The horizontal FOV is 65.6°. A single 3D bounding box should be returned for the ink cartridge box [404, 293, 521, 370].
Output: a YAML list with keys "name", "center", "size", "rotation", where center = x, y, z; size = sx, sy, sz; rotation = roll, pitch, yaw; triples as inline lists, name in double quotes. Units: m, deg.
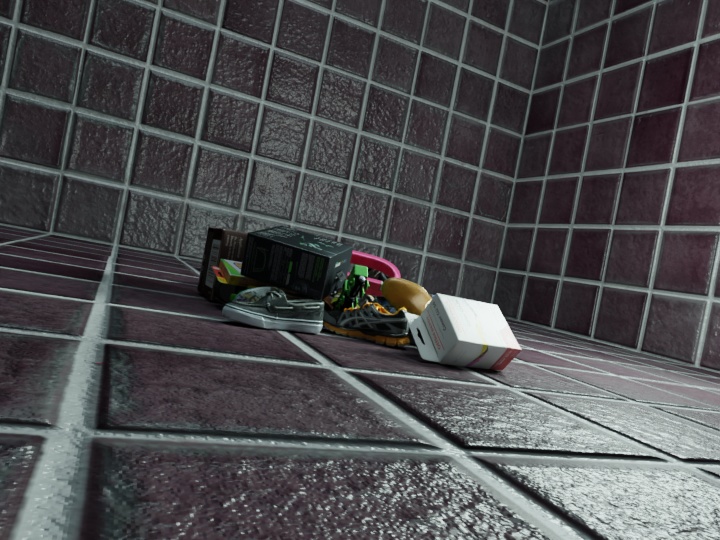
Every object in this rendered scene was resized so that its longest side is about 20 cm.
- name: "ink cartridge box"
  center: [0.190, 0.114, 1.045]
  size: [0.198, 0.068, 0.117]
  rotation: [11, 40, -30]

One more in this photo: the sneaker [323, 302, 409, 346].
- name: "sneaker"
  center: [0.010, 0.100, 1.141]
  size: [0.197, 0.079, 0.078]
  rotation: [9, 2, 16]

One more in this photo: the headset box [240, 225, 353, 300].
- name: "headset box"
  center: [-0.123, -0.021, 1.187]
  size: [0.197, 0.094, 0.174]
  rotation: [16, 13, 11]

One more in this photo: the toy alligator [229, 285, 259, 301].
- name: "toy alligator"
  center: [-0.193, 0.067, 1.183]
  size: [0.198, 0.060, 0.054]
  rotation: [11, 0, -39]

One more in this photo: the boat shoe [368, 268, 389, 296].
- name: "boat shoe"
  center: [0.045, 0.020, 1.425]
  size: [0.071, 0.069, 0.200]
  rotation: [-5, 16, -9]

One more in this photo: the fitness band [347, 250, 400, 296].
- name: "fitness band"
  center: [0.000, 0.000, 1.329]
  size: [0.197, 0.038, 0.144]
  rotation: [15, 29, -5]

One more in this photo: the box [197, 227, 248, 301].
- name: "box"
  center: [-0.272, -0.005, 1.356]
  size: [0.197, 0.169, 0.164]
  rotation: [11, -1, -28]

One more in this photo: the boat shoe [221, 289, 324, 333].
- name: "boat shoe"
  center: [-0.158, 0.069, 1.035]
  size: [0.198, 0.072, 0.072]
  rotation: [10, 1, -34]

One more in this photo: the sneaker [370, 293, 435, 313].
- name: "sneaker"
  center: [0.120, 0.106, 1.354]
  size: [0.197, 0.076, 0.078]
  rotation: [1, -43, 12]

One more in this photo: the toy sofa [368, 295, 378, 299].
- name: "toy sofa"
  center: [0.107, 0.106, 1.589]
  size: [0.198, 0.099, 0.082]
  rotation: [13, 1, 33]

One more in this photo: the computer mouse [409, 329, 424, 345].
- name: "computer mouse"
  center: [0.114, 0.133, 1.237]
  size: [0.198, 0.054, 0.138]
  rotation: [11, 1, -31]

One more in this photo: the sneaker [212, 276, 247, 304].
- name: "sneaker"
  center: [-0.227, 0.050, 1.238]
  size: [0.198, 0.075, 0.079]
  rotation: [11, -5, -28]

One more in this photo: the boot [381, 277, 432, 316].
- name: "boot"
  center: [0.129, 0.095, 1.143]
  size: [0.200, 0.071, 0.144]
  rotation: [34, 14, -7]

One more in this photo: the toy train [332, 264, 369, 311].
- name: "toy train"
  center: [-0.027, 0.056, 1.185]
  size: [0.041, 0.057, 0.201]
  rotation: [10, -35, -15]

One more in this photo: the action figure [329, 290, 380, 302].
- name: "action figure"
  center: [-0.002, 0.081, 1.533]
  size: [0.197, 0.104, 0.119]
  rotation: [-1, 10, 19]

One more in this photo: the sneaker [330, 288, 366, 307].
- name: "sneaker"
  center: [-0.004, 0.080, 1.387]
  size: [0.073, 0.082, 0.200]
  rotation: [18, -14, 23]

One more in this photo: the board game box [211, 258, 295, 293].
- name: "board game box"
  center: [-0.220, 0.014, 1.220]
  size: [0.197, 0.030, 0.095]
  rotation: [7, 18, -29]

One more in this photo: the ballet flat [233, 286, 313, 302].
- name: "ballet flat"
  center: [-0.156, 0.074, 1.112]
  size: [0.071, 0.073, 0.199]
  rotation: [11, 2, 41]

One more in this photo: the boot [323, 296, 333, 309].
- name: "boot"
  center: [-0.138, 0.049, 1.389]
  size: [0.189, 0.068, 0.200]
  rotation: [53, -1, -4]
